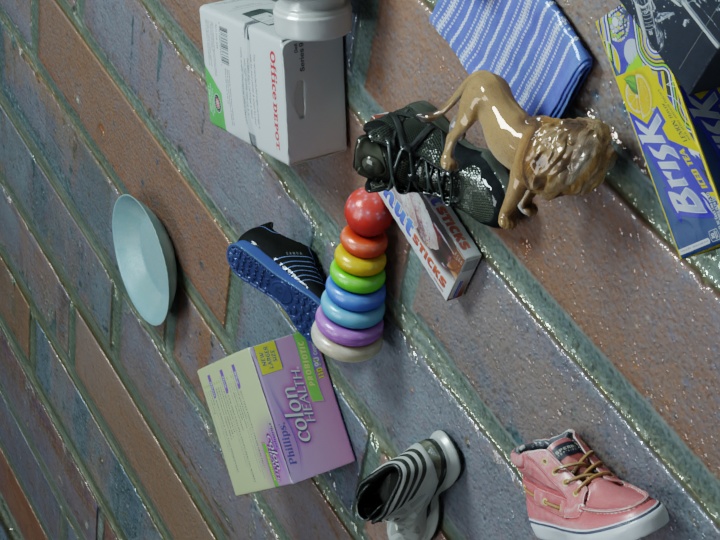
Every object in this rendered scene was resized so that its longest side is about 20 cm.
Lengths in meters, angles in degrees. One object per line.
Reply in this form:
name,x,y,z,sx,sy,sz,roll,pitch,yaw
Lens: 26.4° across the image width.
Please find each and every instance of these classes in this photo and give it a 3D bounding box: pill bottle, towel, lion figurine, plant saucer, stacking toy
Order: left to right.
plant saucer,-0.316,-0.019,2.307,0.201,0.038,0.203,38,135,49
pill bottle,-0.051,-0.344,1.574,0.113,0.112,0.203,34,133,50
stacking toy,0.000,0.000,1.707,0.085,0.084,0.202,46,136,41
towel,0.133,-0.211,1.402,0.201,0.024,0.145,59,148,26
lion figurine,0.132,-0.122,1.350,0.200,0.072,0.123,43,133,25

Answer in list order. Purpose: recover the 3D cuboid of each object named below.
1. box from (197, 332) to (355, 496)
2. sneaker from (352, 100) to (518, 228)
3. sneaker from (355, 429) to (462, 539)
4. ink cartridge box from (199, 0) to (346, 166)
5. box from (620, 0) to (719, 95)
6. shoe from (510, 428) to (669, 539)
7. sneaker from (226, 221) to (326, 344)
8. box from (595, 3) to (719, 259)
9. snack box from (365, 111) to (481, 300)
box,-0.112,0.185,1.979,0.200,0.096,0.178,-26,81,63
sneaker,0.065,-0.092,1.494,0.199,0.113,0.077,45,143,39
sneaker,0.034,0.260,1.730,0.076,0.114,0.202,55,147,30
ink cartridge box,-0.100,-0.220,1.756,0.199,0.083,0.148,32,131,51
box,0.256,-0.262,1.063,0.183,0.103,0.201,59,149,24
shoe,0.206,0.201,1.430,0.200,0.071,0.092,-16,96,67
sneaker,-0.067,0.016,1.849,0.200,0.078,0.070,41,140,13
box,0.255,-0.117,1.184,0.070,0.064,0.202,-29,79,62
snack box,0.059,-0.069,1.608,0.201,0.024,0.072,59,150,26
